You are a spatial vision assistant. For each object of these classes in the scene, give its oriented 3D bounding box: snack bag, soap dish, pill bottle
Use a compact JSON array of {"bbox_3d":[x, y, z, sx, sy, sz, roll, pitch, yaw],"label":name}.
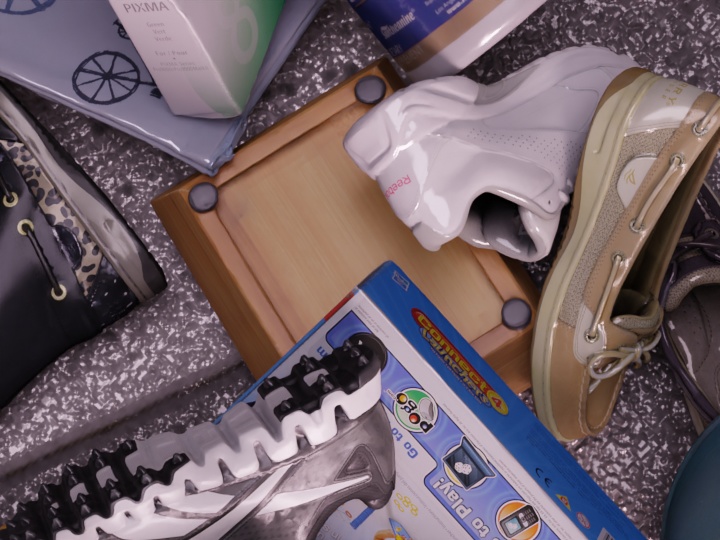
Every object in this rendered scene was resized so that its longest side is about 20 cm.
[{"bbox_3d":[-0.122,-0.154,1.188,0.199,0.021,0.189,24,54,9],"label":"snack bag"},{"bbox_3d":[0.000,0.000,1.153,0.157,0.081,0.201,-31,79,-5],"label":"soap dish"},{"bbox_3d":[0.012,-0.203,1.102,0.111,0.111,0.200,-40,97,-7],"label":"pill bottle"}]

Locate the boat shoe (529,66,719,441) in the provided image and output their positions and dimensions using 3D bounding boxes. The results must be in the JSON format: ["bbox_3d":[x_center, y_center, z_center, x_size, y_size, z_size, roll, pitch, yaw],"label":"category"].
[{"bbox_3d":[0.139,0.000,1.099,0.063,0.073,0.202,21,107,27],"label":"boat shoe"}]

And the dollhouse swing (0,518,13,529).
[{"bbox_3d":[-0.086,0.227,1.080,0.180,0.176,0.201,1,114,-25],"label":"dollhouse swing"}]

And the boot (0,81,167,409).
[{"bbox_3d":[-0.222,-0.019,1.172,0.154,0.074,0.204,-43,77,-5],"label":"boot"}]

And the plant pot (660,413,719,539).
[{"bbox_3d":[0.233,0.165,1.014,0.198,0.188,0.202,3,103,13],"label":"plant pot"}]

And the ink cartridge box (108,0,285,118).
[{"bbox_3d":[-0.092,-0.203,1.096,0.050,0.201,0.162,0,50,24],"label":"ink cartridge box"}]

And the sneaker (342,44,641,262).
[{"bbox_3d":[0.084,-0.053,1.113,0.199,0.078,0.100,-17,77,-36],"label":"sneaker"}]

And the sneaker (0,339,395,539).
[{"bbox_3d":[-0.068,0.114,0.993,0.199,0.066,0.091,-25,110,-8],"label":"sneaker"}]

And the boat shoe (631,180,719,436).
[{"bbox_3d":[0.181,0.010,1.152,0.071,0.065,0.201,-19,76,-1],"label":"boat shoe"}]

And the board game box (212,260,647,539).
[{"bbox_3d":[0.008,0.134,1.069,0.196,0.056,0.200,-42,90,24],"label":"board game box"}]
